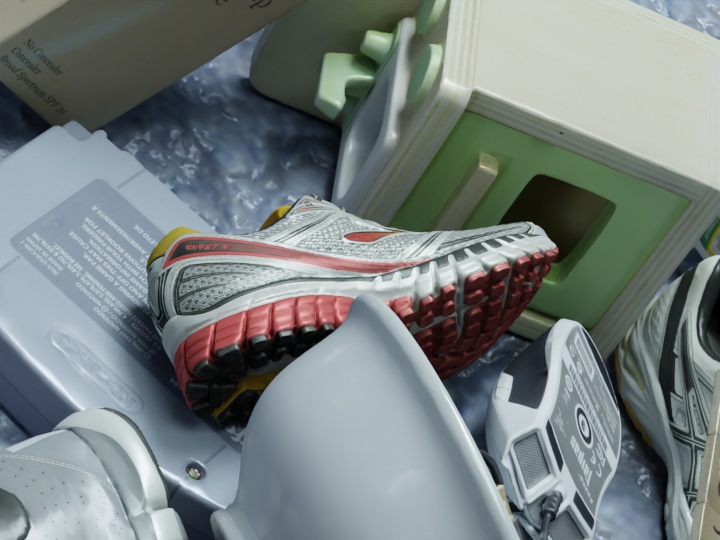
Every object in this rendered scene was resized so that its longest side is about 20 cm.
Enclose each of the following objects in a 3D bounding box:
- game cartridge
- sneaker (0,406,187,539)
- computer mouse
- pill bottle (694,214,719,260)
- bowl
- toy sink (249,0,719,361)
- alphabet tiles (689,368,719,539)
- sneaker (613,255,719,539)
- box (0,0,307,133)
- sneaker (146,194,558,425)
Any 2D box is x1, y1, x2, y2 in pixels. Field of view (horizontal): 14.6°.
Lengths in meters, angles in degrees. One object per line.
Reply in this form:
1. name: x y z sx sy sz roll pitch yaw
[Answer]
1. game cartridge: -0.091 0.031 1.174 0.200 0.041 0.133 42 39 9
2. sneaker: -0.105 0.148 1.039 0.115 0.075 0.200 -14 54 -29
3. computer mouse: 0.072 0.090 1.193 0.110 0.044 0.200 65 22 -18
4. pill bottle: 0.252 0.023 1.336 0.112 0.113 0.201 -12 58 -38
5. bowl: 0.003 0.118 1.053 0.090 0.201 0.202 -23 61 -9
6. toy sink: 0.053 -0.062 1.279 0.199 0.131 0.112 22 43 -14
7. alphabet tiles: 0.176 0.167 1.151 0.167 0.008 0.201 46 45 -36
8. sneaker: 0.178 0.083 1.253 0.075 0.088 0.201 -1 54 -35
9. box: -0.075 -0.151 1.222 0.095 0.199 0.078 41 21 -56
10. sneaker: 0.000 0.000 1.176 0.199 0.078 0.082 -8 55 -37
